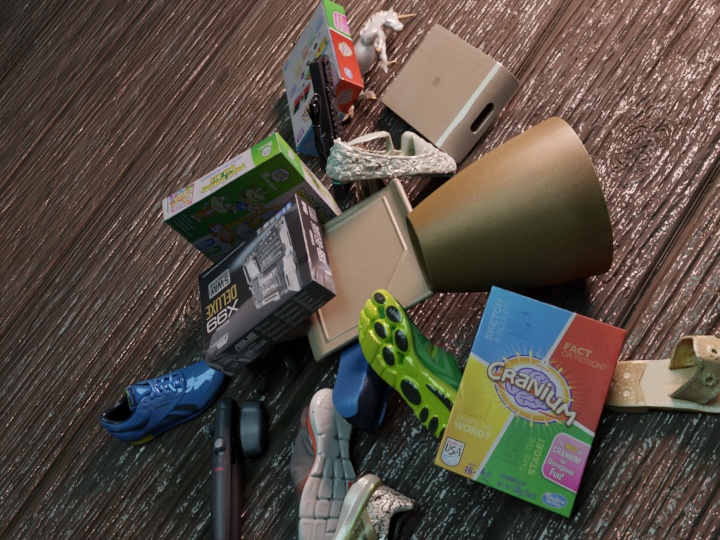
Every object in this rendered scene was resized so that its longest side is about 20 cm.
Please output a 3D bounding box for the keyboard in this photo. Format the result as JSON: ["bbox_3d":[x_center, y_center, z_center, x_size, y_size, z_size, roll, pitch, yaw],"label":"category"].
[{"bbox_3d":[-0.043,-0.198,1.175,0.020,0.203,0.127,-4,25,17],"label":"keyboard"}]

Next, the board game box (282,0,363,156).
[{"bbox_3d":[-0.065,-0.308,1.323,0.153,0.040,0.203,-50,40,39],"label":"board game box"}]

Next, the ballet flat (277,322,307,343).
[{"bbox_3d":[-0.133,0.068,1.179,0.198,0.069,0.070,24,75,41],"label":"ballet flat"}]

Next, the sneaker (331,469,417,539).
[{"bbox_3d":[0.007,0.328,0.920,0.087,0.077,0.203,10,69,26],"label":"sneaker"}]

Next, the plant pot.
[{"bbox_3d":[0.158,-0.053,0.948,0.197,0.188,0.188,-19,51,-2],"label":"plant pot"}]

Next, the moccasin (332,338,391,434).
[{"bbox_3d":[0.013,0.122,1.038,0.080,0.068,0.201,-22,28,35],"label":"moccasin"}]

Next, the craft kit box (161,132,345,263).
[{"bbox_3d":[-0.144,-0.078,1.179,0.196,0.200,0.049,-30,50,13],"label":"craft kit box"}]

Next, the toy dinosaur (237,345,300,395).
[{"bbox_3d":[-0.133,0.113,1.128,0.198,0.089,0.047,-24,5,38],"label":"toy dinosaur"}]

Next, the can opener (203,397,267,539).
[{"bbox_3d":[-0.171,0.260,1.074,0.077,0.063,0.203,-13,56,24],"label":"can opener"}]

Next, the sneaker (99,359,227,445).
[{"bbox_3d":[-0.282,0.181,1.185,0.198,0.079,0.067,-31,48,10],"label":"sneaker"}]

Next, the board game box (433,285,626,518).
[{"bbox_3d":[0.180,0.137,0.885,0.151,0.040,0.203,18,83,13],"label":"board game box"}]

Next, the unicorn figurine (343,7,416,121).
[{"bbox_3d":[0.015,-0.344,1.326,0.199,0.074,0.138,-40,38,12],"label":"unicorn figurine"}]

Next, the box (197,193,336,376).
[{"bbox_3d":[-0.129,0.020,1.096,0.199,0.050,0.159,-37,43,23],"label":"box"}]

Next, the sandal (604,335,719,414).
[{"bbox_3d":[0.339,0.103,0.850,0.208,0.070,0.079,-12,56,25],"label":"sandal"}]

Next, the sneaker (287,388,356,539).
[{"bbox_3d":[-0.053,0.252,1.016,0.082,0.076,0.203,-34,40,46],"label":"sneaker"}]

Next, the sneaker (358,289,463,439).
[{"bbox_3d":[0.067,0.114,0.980,0.074,0.083,0.201,-40,74,18],"label":"sneaker"}]

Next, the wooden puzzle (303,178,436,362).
[{"bbox_3d":[0.000,0.000,1.078,0.198,0.037,0.187,-33,52,15],"label":"wooden puzzle"}]

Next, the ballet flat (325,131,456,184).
[{"bbox_3d":[0.047,-0.155,1.121,0.197,0.073,0.072,-6,45,-24],"label":"ballet flat"}]

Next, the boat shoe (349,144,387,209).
[{"bbox_3d":[0.009,-0.094,1.174,0.074,0.075,0.204,-29,51,8],"label":"boat shoe"}]

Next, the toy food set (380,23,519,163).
[{"bbox_3d":[0.127,-0.265,1.230,0.144,0.060,0.200,-52,46,9],"label":"toy food set"}]
